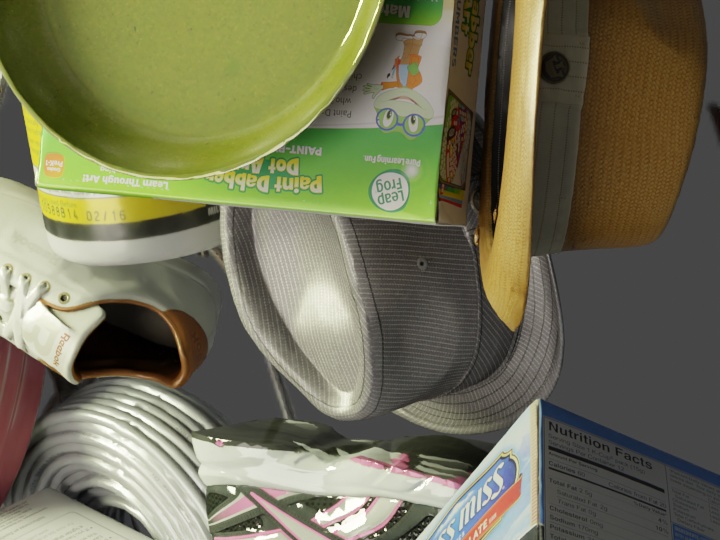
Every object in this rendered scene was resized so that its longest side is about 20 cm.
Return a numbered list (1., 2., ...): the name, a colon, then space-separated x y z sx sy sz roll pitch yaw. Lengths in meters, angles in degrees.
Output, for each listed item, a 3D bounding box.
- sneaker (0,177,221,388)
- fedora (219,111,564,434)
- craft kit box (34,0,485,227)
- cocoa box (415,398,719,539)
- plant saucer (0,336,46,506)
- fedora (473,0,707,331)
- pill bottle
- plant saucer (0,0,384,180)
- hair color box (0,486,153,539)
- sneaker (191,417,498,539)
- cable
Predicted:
1. sneaker: -0.171 0.008 1.176 0.199 0.085 0.073 16 121 -5
2. fedora: 0.000 0.000 1.071 0.177 0.090 0.201 -5 105 46
3. craft kit box: -0.042 -0.125 1.001 0.199 0.048 0.198 6 89 22
4. cocoa box: 0.083 0.181 0.998 0.133 0.131 0.200 23 130 -17
5. plant saucer: -0.230 0.073 1.301 0.201 0.051 0.201 -43 39 50
6. fedora: 0.095 -0.073 0.930 0.081 0.201 0.201 4 118 -2
7. pill bottle: -0.118 -0.112 1.121 0.111 0.111 0.201 8 114 42
8. plant saucer: -0.073 -0.138 0.976 0.199 0.031 0.201 -1 89 22
9. hair color box: -0.131 0.189 1.179 0.200 0.099 0.061 20 121 36
10. sneaker: 0.008 0.126 1.113 0.200 0.080 0.087 6 100 37
11. cable: -0.116 0.156 1.271 0.200 0.069 0.201 12 116 40
